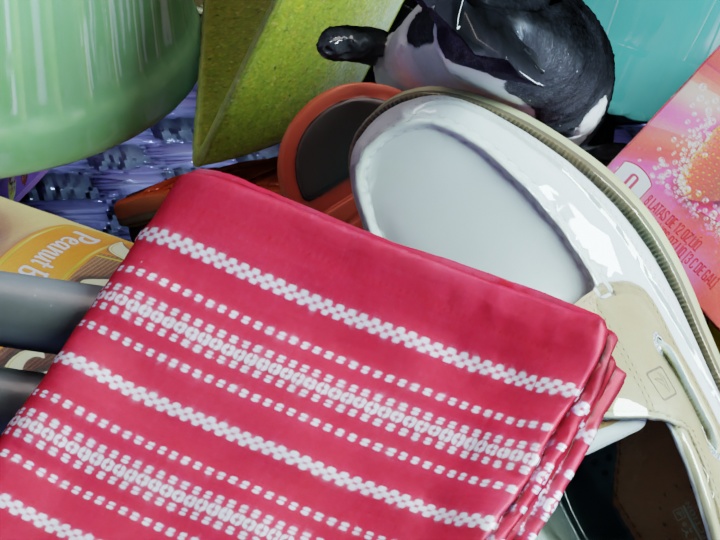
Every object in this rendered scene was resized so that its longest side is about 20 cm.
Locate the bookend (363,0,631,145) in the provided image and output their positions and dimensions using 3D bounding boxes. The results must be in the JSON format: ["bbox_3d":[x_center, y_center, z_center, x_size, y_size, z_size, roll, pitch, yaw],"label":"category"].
[{"bbox_3d":[0.080,-0.104,1.133,0.199,0.092,0.200,-5,26,-19],"label":"bookend"}]

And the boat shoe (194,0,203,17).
[{"bbox_3d":[-0.128,-0.129,1.104,0.200,0.073,0.063,5,35,2],"label":"boat shoe"}]

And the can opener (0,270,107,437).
[{"bbox_3d":[-0.077,0.029,0.738,0.200,0.053,0.067,9,-2,-6],"label":"can opener"}]

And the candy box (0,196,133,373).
[{"bbox_3d":[-0.103,0.033,0.840,0.200,0.055,0.115,18,29,30],"label":"candy box"}]

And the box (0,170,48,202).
[{"bbox_3d":[-0.194,-0.072,1.092,0.137,0.039,0.200,9,24,10],"label":"box"}]

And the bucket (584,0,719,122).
[{"bbox_3d":[0.119,-0.157,1.017,0.207,0.135,0.207,16,29,-9],"label":"bucket"}]

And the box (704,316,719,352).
[{"bbox_3d":[0.249,-0.016,0.918,0.193,0.122,0.200,14,26,22],"label":"box"}]

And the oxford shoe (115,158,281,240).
[{"bbox_3d":[0.000,0.000,0.898,0.200,0.073,0.071,6,16,31],"label":"oxford shoe"}]

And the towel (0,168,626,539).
[{"bbox_3d":[-0.037,0.070,0.652,0.145,0.022,0.200,22,64,23],"label":"towel"}]

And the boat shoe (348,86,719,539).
[{"bbox_3d":[0.063,0.036,0.711,0.200,0.075,0.068,52,26,-2],"label":"boat shoe"}]

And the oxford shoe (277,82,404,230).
[{"bbox_3d":[0.055,0.022,0.797,0.071,0.200,0.073,-41,-2,-5],"label":"oxford shoe"}]

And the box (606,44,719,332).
[{"bbox_3d":[0.176,0.018,0.747,0.200,0.095,0.103,46,7,31],"label":"box"}]

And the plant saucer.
[{"bbox_3d":[0.002,-0.154,0.917,0.048,0.200,0.200,21,28,-13],"label":"plant saucer"}]

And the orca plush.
[{"bbox_3d":[0.041,-0.083,0.778,0.105,0.071,0.200,21,-3,17],"label":"orca plush"}]

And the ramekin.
[{"bbox_3d":[-0.160,-0.122,0.967,0.200,0.098,0.200,0,31,0],"label":"ramekin"}]
